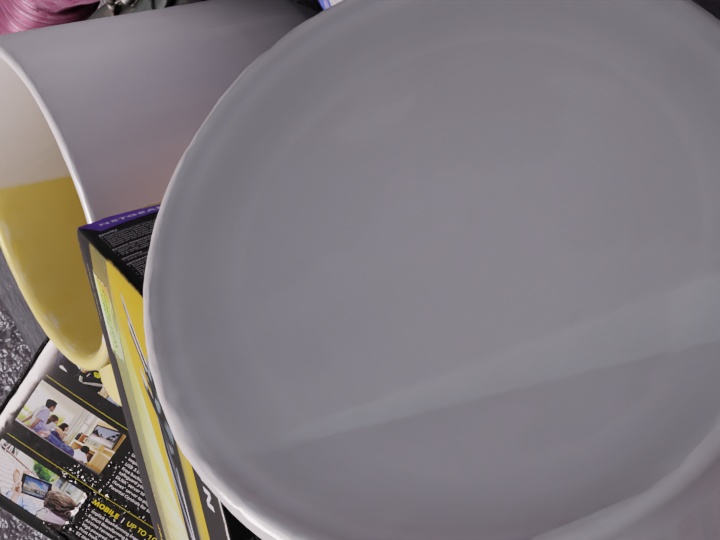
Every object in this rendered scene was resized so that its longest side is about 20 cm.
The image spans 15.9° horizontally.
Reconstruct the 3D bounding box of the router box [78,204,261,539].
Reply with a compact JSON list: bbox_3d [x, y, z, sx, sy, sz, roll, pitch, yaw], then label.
[{"bbox_3d":[-0.040,0.086,0.944,0.157,0.052,0.200,-144,39,-67],"label":"router box"}]

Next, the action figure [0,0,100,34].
[{"bbox_3d":[-0.161,-0.140,1.299,0.134,0.149,0.200,-103,28,-43],"label":"action figure"}]

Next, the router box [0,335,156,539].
[{"bbox_3d":[-0.079,0.098,1.286,0.200,0.149,0.051,34,-150,-6],"label":"router box"}]

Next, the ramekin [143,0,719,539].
[{"bbox_3d":[0.043,0.015,0.769,0.202,0.202,0.094,53,176,33],"label":"ramekin"}]

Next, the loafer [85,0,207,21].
[{"bbox_3d":[-0.111,-0.091,1.229,0.072,0.063,0.200,-102,25,-52],"label":"loafer"}]

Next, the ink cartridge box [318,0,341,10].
[{"bbox_3d":[0.010,-0.110,0.916,0.200,0.042,0.119,-123,11,-54],"label":"ink cartridge box"}]

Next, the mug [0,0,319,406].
[{"bbox_3d":[-0.080,-0.045,1.148,0.149,0.153,0.187,62,157,15],"label":"mug"}]
